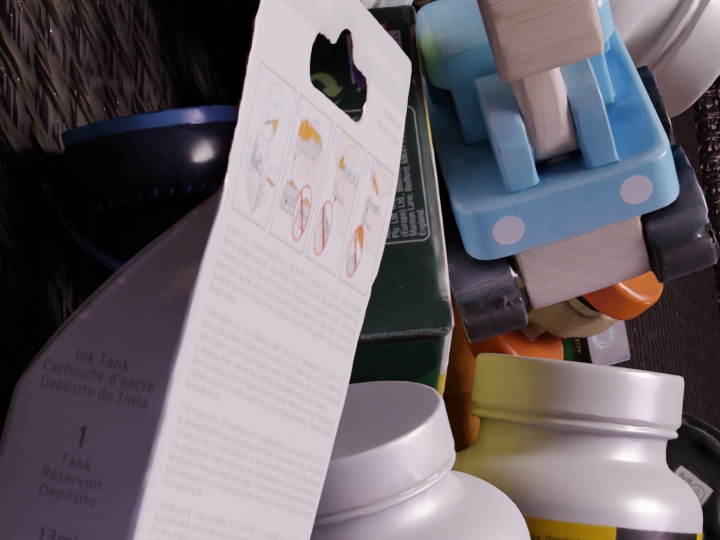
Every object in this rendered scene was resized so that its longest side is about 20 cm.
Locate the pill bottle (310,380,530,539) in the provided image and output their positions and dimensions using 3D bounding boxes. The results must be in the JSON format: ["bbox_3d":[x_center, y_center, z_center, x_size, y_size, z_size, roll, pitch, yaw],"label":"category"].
[{"bbox_3d":[0.011,0.142,0.936,0.112,0.112,0.201,-65,144,-72],"label":"pill bottle"}]

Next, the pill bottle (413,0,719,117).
[{"bbox_3d":[0.070,-0.150,1.251,0.200,0.111,0.111,31,29,-14],"label":"pill bottle"}]

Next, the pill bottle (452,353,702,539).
[{"bbox_3d":[0.077,0.137,1.165,0.112,0.112,0.201,14,82,-78],"label":"pill bottle"}]

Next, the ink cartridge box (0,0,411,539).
[{"bbox_3d":[-0.042,0.019,0.780,0.160,0.047,0.201,35,67,-74],"label":"ink cartridge box"}]

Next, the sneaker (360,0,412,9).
[{"bbox_3d":[0.005,-0.125,1.103,0.070,0.080,0.200,43,-9,3],"label":"sneaker"}]

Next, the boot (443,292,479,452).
[{"bbox_3d":[0.047,0.045,1.297,0.144,0.071,0.202,-99,-179,-60],"label":"boot"}]

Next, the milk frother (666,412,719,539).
[{"bbox_3d":[0.111,0.194,1.411,0.181,0.200,0.188,57,-12,17],"label":"milk frother"}]

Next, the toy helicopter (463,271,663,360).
[{"bbox_3d":[0.046,-0.054,1.246,0.200,0.079,0.132,41,35,-15],"label":"toy helicopter"}]

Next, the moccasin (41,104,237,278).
[{"bbox_3d":[-0.040,-0.005,0.903,0.200,0.080,0.068,33,53,-74],"label":"moccasin"}]

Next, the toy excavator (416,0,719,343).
[{"bbox_3d":[0.059,-0.070,1.033,0.195,0.100,0.200,-104,176,-58],"label":"toy excavator"}]

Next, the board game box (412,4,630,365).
[{"bbox_3d":[0.061,-0.053,1.381,0.135,0.028,0.201,-2,-79,57],"label":"board game box"}]

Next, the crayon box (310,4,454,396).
[{"bbox_3d":[0.000,0.000,1.096,0.200,0.051,0.127,91,-8,-69],"label":"crayon box"}]
